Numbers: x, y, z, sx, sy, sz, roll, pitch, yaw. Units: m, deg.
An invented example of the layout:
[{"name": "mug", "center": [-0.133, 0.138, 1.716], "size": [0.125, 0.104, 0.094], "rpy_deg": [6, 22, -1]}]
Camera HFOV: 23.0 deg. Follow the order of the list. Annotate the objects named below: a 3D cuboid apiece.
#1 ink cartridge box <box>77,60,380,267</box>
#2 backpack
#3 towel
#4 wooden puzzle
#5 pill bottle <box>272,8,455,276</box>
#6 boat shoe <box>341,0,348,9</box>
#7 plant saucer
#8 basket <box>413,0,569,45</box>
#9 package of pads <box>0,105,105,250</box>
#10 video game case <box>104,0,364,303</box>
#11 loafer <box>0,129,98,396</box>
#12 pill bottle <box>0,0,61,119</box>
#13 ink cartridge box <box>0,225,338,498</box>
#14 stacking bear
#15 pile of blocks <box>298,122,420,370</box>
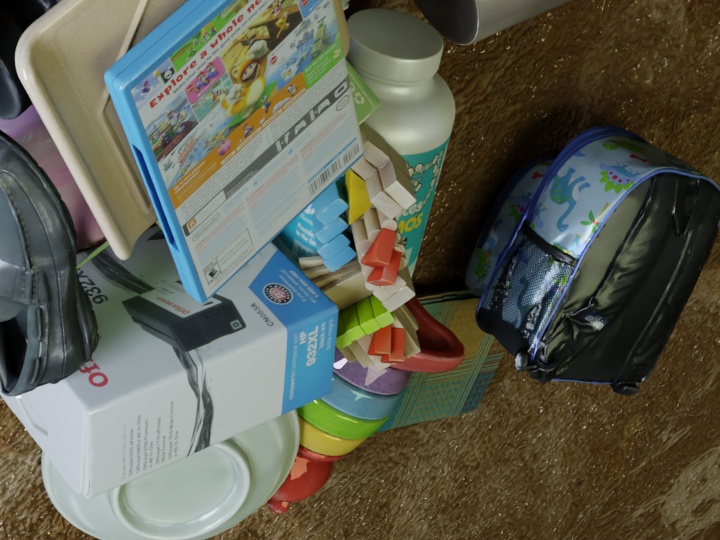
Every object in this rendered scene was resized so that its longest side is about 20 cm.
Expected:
[{"name": "ink cartridge box", "center": [-0.091, -0.049, 1.136], "size": [0.145, 0.048, 0.200], "rpy_deg": [-33, -170, 48]}, {"name": "backpack", "center": [0.194, -0.019, 1.483], "size": [0.182, 0.147, 0.201], "rpy_deg": [11, 113, -49]}, {"name": "towel", "center": [0.062, 0.076, 1.544], "size": [0.199, 0.022, 0.148], "rpy_deg": [-6, 129, -48]}, {"name": "wooden puzzle", "center": [-0.091, -0.124, 0.955], "size": [0.200, 0.037, 0.186], "rpy_deg": [-46, 152, -16]}, {"name": "pill bottle", "center": [0.004, -0.081, 1.258], "size": [0.110, 0.111, 0.201], "rpy_deg": [-16, 134, -36]}, {"name": "boat shoe", "center": [-0.036, -0.186, 1.110], "size": [0.069, 0.072, 0.200], "rpy_deg": [-51, -178, 20]}, {"name": "plant saucer", "center": [-0.138, 0.149, 1.327], "size": [0.198, 0.050, 0.201], "rpy_deg": [-10, 131, -11]}, {"name": "basket", "center": [0.126, -0.246, 1.178], "size": [0.199, 0.180, 0.137], "rpy_deg": [-30, 132, -15]}, {"name": "package of pads", "center": [-0.249, -0.041, 1.063], "size": [0.199, 0.076, 0.121], "rpy_deg": [-27, 136, -27]}, {"name": "video game case", "center": [-0.063, -0.085, 0.983], "size": [0.143, 0.018, 0.201], "rpy_deg": [-43, 151, -19]}, {"name": "loafer", "center": [-0.202, 0.000, 1.027], "size": [0.070, 0.068, 0.202], "rpy_deg": [-40, 147, -27]}, {"name": "pill bottle", "center": [-0.149, -0.179, 0.967], "size": [0.200, 0.111, 0.112], "rpy_deg": [-48, 148, -25]}, {"name": "ink cartridge box", "center": [-0.137, 0.048, 1.207], "size": [0.199, 0.145, 0.084], "rpy_deg": [-22, 137, -31]}, {"name": "stacking bear", "center": [-0.029, 0.103, 1.411], "size": [0.113, 0.122, 0.201], "rpy_deg": [1, 130, -49]}, {"name": "pile of blocks", "center": [0.000, 0.000, 1.207], "size": [0.081, 0.062, 0.201], "rpy_deg": [-8, 129, -5]}]
